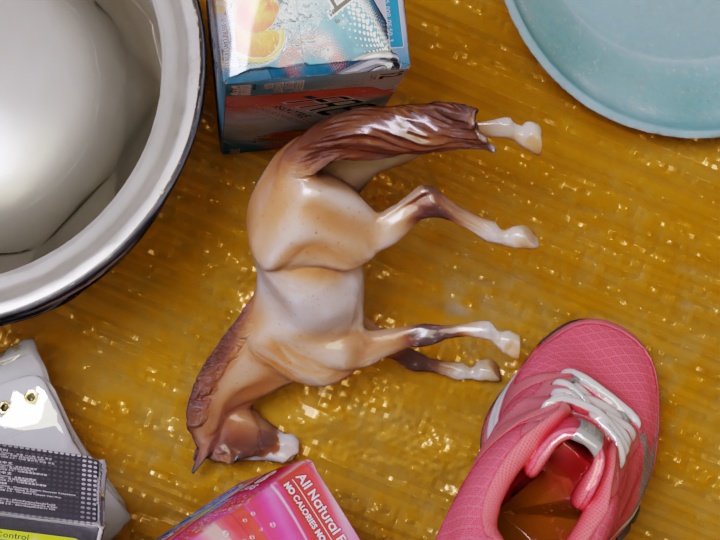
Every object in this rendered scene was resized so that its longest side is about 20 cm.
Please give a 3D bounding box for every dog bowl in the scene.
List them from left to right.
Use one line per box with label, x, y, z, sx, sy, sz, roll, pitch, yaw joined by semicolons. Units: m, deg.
dog bowl;-0.156;-0.068;0.756;0.199;0.074;0.201;0;76;0

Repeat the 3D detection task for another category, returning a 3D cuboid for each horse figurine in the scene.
horse figurine;0.000;0.000;0.751;0.132;0.201;0.050;0;47;-6

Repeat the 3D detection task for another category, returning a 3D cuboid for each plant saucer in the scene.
plant saucer;0.144;-0.154;0.790;0.199;0.036;0.201;-5;113;-11

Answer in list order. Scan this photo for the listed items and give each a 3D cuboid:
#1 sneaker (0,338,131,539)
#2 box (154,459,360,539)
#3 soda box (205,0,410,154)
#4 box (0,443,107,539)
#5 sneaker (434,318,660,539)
sneaker;-0.182;0.056;0.769;0.116;0.074;0.200;-45;101;-7
box;-0.020;0.185;0.749;0.099;0.095;0.201;-31;90;-26
soda box;-0.024;-0.089;0.718;0.063;0.200;0.069;-6;88;-4
box;-0.200;0.130;0.690;0.199;0.044;0.161;8;116;-12
sneaker;0.080;0.077;0.738;0.074;0.087;0.200;32;45;2
